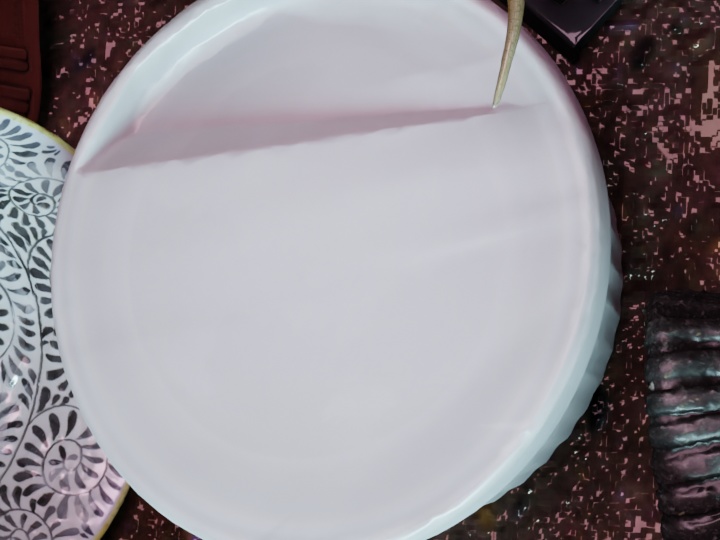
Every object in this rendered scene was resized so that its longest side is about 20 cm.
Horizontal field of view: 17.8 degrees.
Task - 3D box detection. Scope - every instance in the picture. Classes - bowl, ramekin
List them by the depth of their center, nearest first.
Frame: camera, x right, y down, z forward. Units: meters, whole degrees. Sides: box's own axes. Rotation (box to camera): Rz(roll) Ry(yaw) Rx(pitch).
[{"bbox_3d":[0.000,0.000,0.799,0.201,0.094,0.204,-3,81,21],"label":"ramekin"},{"bbox_3d":[-0.180,0.033,0.835,0.094,0.200,0.202,15,86,50],"label":"bowl"}]

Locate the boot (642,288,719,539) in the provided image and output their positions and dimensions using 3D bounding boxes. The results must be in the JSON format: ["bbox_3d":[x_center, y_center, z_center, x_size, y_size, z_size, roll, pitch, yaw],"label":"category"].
[{"bbox_3d":[0.168,0.001,0.741,0.157,0.079,0.213,-3,81,21],"label":"boot"}]

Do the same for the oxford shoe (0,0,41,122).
[{"bbox_3d":[-0.166,-0.092,0.906,0.075,0.070,0.202,23,97,55],"label":"oxford shoe"}]

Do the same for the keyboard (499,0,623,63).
[{"bbox_3d":[0.017,-0.150,0.857,0.200,0.021,0.127,44,98,22],"label":"keyboard"}]

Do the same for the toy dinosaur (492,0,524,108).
[{"bbox_3d":[0.031,-0.157,0.744,0.058,0.101,0.201,-14,55,-19],"label":"toy dinosaur"}]
